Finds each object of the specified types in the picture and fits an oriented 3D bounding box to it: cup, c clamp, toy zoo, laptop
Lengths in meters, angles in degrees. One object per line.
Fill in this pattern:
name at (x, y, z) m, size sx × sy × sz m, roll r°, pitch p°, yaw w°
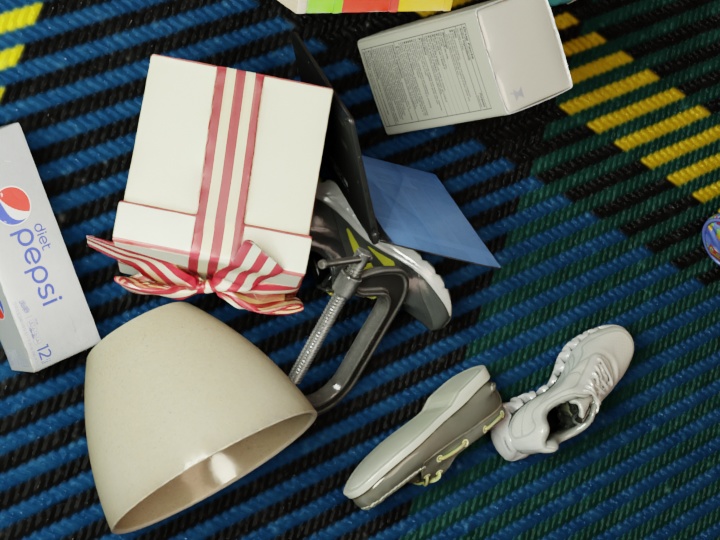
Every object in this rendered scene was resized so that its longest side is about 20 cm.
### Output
cup at (-0.157, 0.113, 1.423) m, size 0.200 × 0.200 × 0.144 m, roll -24°, pitch 77°, yaw -30°
c clamp at (-0.027, 0.059, 1.512) m, size 0.170 × 0.027 × 0.201 m, roll -12°, pitch 134°, yaw -53°
toy zoo at (-0.004, -0.273, 1.556) m, size 0.199 × 0.131 × 0.021 m, roll -7°, pitch 121°, yaw -31°
laptop at (0.031, -0.109, 1.516) m, size 0.115 × 0.187 × 0.201 m, roll -19°, pitch 125°, yaw -9°

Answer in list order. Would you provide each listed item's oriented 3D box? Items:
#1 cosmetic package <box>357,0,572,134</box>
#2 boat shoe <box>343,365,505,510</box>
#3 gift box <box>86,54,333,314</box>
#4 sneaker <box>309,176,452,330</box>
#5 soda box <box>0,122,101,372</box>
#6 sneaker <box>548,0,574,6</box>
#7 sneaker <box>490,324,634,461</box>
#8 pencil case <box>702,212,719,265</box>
cosmetic package at (0.096, -0.195, 1.569) m, size 0.087 × 0.200 × 0.104 m, roll -23°, pitch 102°, yaw -30°
boat shoe at (0.067, 0.172, 1.613) m, size 0.202 × 0.072 × 0.060 m, roll -39°, pitch 103°, yaw -31°
gift box at (-0.125, -0.066, 1.410) m, size 0.183 × 0.200 × 0.188 m, roll 9°, pitch 81°, yaw 0°
sneaker at (0.000, 0.000, 1.586) m, size 0.200 × 0.074 × 0.085 m, roll 41°, pitch 74°, yaw -14°
soda box at (-0.291, -0.018, 1.401) m, size 0.068 × 0.063 × 0.201 m, roll -25°, pitch 101°, yaw -29°
sneaker at (0.181, -0.366, 1.708) m, size 0.079 × 0.077 × 0.201 m, roll -36°, pitch 107°, yaw -19°
sneaker at (0.224, 0.127, 1.709) m, size 0.200 × 0.081 × 0.075 m, roll -41°, pitch 107°, yaw -28°
pencil case at (0.464, -0.087, 1.866) m, size 0.200 × 0.078 × 0.087 m, roll -47°, pitch 140°, yaw -25°
